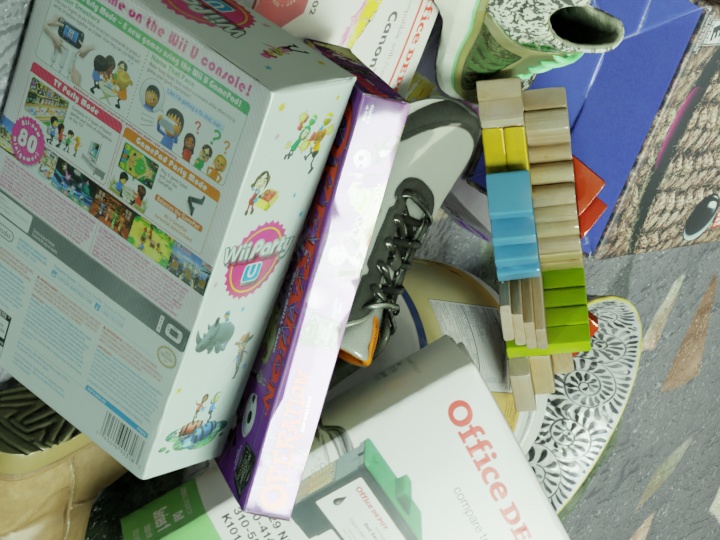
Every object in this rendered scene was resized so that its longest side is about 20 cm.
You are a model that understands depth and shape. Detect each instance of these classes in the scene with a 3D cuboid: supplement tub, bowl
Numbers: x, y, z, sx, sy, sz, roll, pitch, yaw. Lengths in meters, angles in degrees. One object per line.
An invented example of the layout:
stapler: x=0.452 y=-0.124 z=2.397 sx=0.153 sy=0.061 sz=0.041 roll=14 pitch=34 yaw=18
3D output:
supplement tub: x=0.009 y=0.062 z=1.551 sx=0.200 sy=0.144 sz=0.145 roll=9 pitch=112 yaw=-61
bowl: x=0.079 y=0.081 z=1.742 sx=0.201 sy=0.094 sz=0.201 roll=-39 pitch=149 yaw=-30

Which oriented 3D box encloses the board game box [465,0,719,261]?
board game box: x=0.176 y=-0.103 z=1.593 sx=0.200 sy=0.097 sz=0.160 roll=-9 pitch=127 yaw=-55

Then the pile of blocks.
pile of blocks: x=0.102 y=-0.012 z=1.470 sx=0.082 sy=0.062 sz=0.201 roll=-89 pitch=171 yaw=-53

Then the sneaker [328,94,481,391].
sneaker: x=0.000 y=0.000 z=1.402 sx=0.200 sy=0.079 sz=0.074 roll=-52 pitch=145 yaw=-5

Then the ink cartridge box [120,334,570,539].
ink cartridge box: x=0.001 y=0.145 z=1.400 sx=0.199 sy=0.147 sz=0.084 roll=-30 pitch=-170 yaw=-2

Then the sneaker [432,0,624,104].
sneaker: x=0.089 y=-0.122 z=1.421 sx=0.077 sy=0.088 sz=0.200 roll=-62 pitch=168 yaw=-10

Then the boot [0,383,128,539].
boot: x=-0.155 y=0.137 z=1.461 sx=0.175 sy=0.066 sz=0.201 roll=-18 pitch=136 yaw=-38

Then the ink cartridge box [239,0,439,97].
ink cartridge box: x=-0.022 y=-0.127 z=1.382 sx=0.200 sy=0.067 sz=0.117 roll=-10 pitch=127 yaw=-55

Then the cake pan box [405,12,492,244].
cake pan box: x=0.095 y=-0.119 z=1.604 sx=0.185 sy=0.052 sz=0.200 roll=-53 pitch=153 yaw=-3

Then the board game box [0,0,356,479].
board game box: x=-0.101 y=-0.031 z=1.271 sx=0.064 sy=0.147 sz=0.201 roll=-13 pitch=131 yaw=-50

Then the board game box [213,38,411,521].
board game box: x=-0.029 y=0.002 z=1.292 sx=0.032 sy=0.120 sz=0.201 roll=12 pitch=103 yaw=-22
